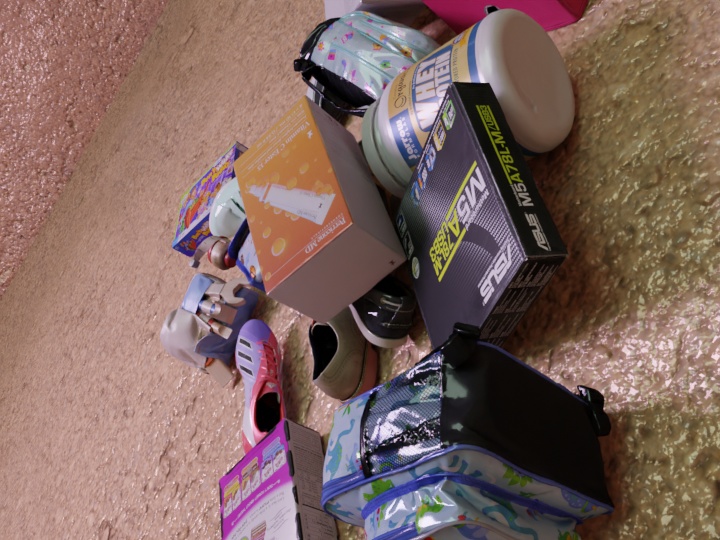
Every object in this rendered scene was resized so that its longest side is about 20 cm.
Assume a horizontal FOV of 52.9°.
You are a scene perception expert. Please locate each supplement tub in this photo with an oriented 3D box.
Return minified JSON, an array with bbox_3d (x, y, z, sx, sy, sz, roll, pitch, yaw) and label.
[{"bbox_3d":[0.109,-0.166,0.770,0.198,0.143,0.147,-22,49,45],"label":"supplement tub"}]

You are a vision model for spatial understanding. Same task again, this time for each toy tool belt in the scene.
[{"bbox_3d":[-0.203,0.061,1.087,0.121,0.125,0.203,22,87,26],"label":"toy tool belt"}]

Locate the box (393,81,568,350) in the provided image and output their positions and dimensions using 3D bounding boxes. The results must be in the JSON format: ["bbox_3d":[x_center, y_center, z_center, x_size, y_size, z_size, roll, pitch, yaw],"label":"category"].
[{"bbox_3d":[0.096,-0.031,0.665,0.201,0.046,0.196,112,151,-52],"label":"box"}]

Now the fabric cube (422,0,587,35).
[{"bbox_3d":[0.159,-0.415,0.838,0.195,0.198,0.203,11,74,55],"label":"fabric cube"}]

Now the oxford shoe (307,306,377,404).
[{"bbox_3d":[-0.022,0.057,0.850,0.070,0.074,0.203,-38,38,32],"label":"oxford shoe"}]

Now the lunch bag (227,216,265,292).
[{"bbox_3d":[-0.095,-0.056,0.998,0.172,0.123,0.200,-57,22,3],"label":"lunch bag"}]

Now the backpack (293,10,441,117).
[{"bbox_3d":[0.029,-0.256,0.943,0.199,0.165,0.129,38,108,45],"label":"backpack"}]

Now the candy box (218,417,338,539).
[{"bbox_3d":[-0.091,0.287,0.789,0.136,0.060,0.202,-44,36,24],"label":"candy box"}]

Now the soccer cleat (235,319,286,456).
[{"bbox_3d":[-0.122,0.144,0.927,0.077,0.065,0.203,126,146,-46],"label":"soccer cleat"}]

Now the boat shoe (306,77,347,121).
[{"bbox_3d":[-0.025,-0.308,1.143,0.066,0.070,0.203,-11,50,51],"label":"boat shoe"}]

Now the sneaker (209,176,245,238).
[{"bbox_3d":[-0.185,-0.111,1.199,0.201,0.073,0.119,-47,29,17],"label":"sneaker"}]

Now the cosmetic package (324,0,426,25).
[{"bbox_3d":[0.019,-0.384,1.022,0.200,0.105,0.087,-175,78,-74],"label":"cosmetic package"}]

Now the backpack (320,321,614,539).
[{"bbox_3d":[0.067,0.160,0.553,0.199,0.181,0.150,-31,42,45],"label":"backpack"}]

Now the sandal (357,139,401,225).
[{"bbox_3d":[0.024,-0.114,0.906,0.202,0.079,0.055,-95,23,-47],"label":"sandal"}]

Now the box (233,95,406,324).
[{"bbox_3d":[-0.050,-0.068,0.793,0.124,0.097,0.202,-37,50,20],"label":"box"}]

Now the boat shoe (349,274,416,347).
[{"bbox_3d":[0.000,0.000,0.834,0.200,0.071,0.069,49,140,41],"label":"boat shoe"}]

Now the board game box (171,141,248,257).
[{"bbox_3d":[-0.281,-0.134,1.381,0.199,0.044,0.137,-35,41,35],"label":"board game box"}]
